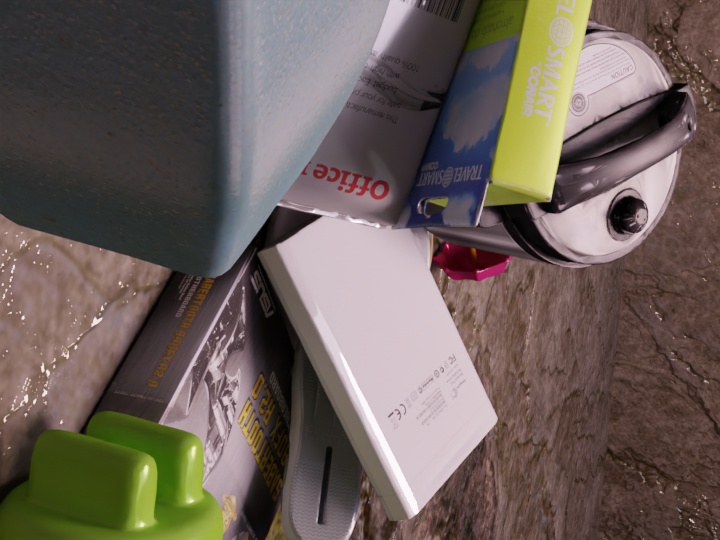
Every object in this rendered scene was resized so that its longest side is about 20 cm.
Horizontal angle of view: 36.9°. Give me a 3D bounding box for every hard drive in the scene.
[{"bbox_3d":[0.018,0.049,0.745,0.132,0.027,0.201,-36,105,-47],"label":"hard drive"}]

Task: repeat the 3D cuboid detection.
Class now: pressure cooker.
[{"bbox_3d":[0.139,-0.093,0.795,0.178,0.200,0.177,27,84,-34],"label":"pressure cooker"}]

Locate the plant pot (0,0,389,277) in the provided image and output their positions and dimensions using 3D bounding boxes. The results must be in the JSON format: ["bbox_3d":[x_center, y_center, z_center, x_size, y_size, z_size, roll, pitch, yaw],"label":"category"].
[{"bbox_3d":[-0.091,-0.116,0.464,0.196,0.195,0.201,-60,159,-45],"label":"plant pot"}]

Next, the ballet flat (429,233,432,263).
[{"bbox_3d":[0.030,0.010,1.025,0.063,0.068,0.201,-92,-174,-66],"label":"ballet flat"}]

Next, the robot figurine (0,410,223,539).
[{"bbox_3d":[-0.132,0.180,0.562,0.175,0.115,0.202,-16,113,-67],"label":"robot figurine"}]

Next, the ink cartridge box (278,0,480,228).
[{"bbox_3d":[-0.021,-0.140,0.623,0.144,0.084,0.201,12,106,-34],"label":"ink cartridge box"}]

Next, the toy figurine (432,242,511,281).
[{"bbox_3d":[0.117,-0.073,1.166,0.184,0.149,0.201,88,-5,-63],"label":"toy figurine"}]

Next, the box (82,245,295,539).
[{"bbox_3d":[-0.096,0.104,0.725,0.201,0.048,0.159,75,30,-47],"label":"box"}]

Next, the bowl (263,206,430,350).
[{"bbox_3d":[0.000,0.000,0.880,0.201,0.090,0.203,9,90,-69],"label":"bowl"}]

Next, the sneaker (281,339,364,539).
[{"bbox_3d":[-0.024,0.105,0.776,0.071,0.073,0.201,123,-18,-66],"label":"sneaker"}]

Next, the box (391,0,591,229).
[{"bbox_3d":[0.080,-0.117,0.635,0.122,0.047,0.202,-178,-79,-69],"label":"box"}]
